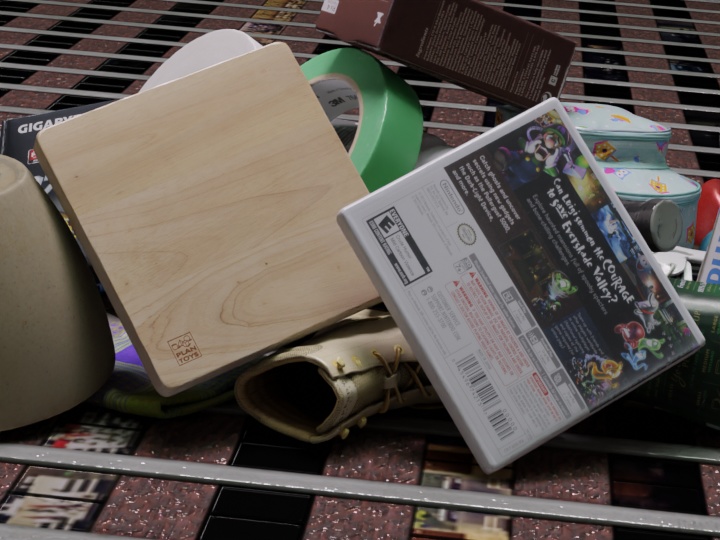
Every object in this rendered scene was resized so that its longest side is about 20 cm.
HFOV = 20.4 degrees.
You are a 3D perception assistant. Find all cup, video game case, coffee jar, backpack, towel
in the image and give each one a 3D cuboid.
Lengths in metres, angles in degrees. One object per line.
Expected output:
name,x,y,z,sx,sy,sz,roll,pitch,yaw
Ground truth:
cup,-0.271,0.003,1.356,0.199,0.144,0.201,-2,24,1
video game case,0.108,0.007,1.342,0.181,0.201,0.023,-28,-9,-19
coffee jar,0.205,0.048,1.417,0.199,0.105,0.085,14,12,12
backpack,0.202,-0.067,1.763,0.175,0.154,0.200,0,24,-31
towel,-0.177,0.063,1.441,0.199,0.023,0.143,15,19,33

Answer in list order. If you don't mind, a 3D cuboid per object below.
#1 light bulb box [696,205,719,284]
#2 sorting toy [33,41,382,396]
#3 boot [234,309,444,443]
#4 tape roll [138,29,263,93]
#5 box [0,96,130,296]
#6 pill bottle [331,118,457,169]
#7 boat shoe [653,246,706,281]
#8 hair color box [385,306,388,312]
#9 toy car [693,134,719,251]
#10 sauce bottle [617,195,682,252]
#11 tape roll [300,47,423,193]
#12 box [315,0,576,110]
light bulb box,0.386,0.001,1.502,0.199,0.126,0.198,15,-6,30
sorting toy,-0.099,-0.030,1.384,0.199,0.200,0.070,-23,-13,-25
boot,0.030,0.072,1.363,0.199,0.073,0.155,5,14,28
tape roll,-0.133,-0.102,1.695,0.071,0.203,0.202,33,-2,-35
box,-0.186,-0.060,1.562,0.198,0.046,0.160,-9,56,11
pill bottle,0.019,-0.069,1.745,0.113,0.115,0.199,-10,16,-40
boat shoe,0.248,0.007,1.638,0.199,0.074,0.067,-4,9,-28
hair color box,0.127,0.040,1.530,0.198,0.062,0.102,-2,18,-17
toy car,0.385,-0.090,1.787,0.175,0.202,0.184,7,17,10
sauce bottle,0.165,-0.035,1.578,0.064,0.065,0.199,-11,10,-43
tape roll,-0.036,-0.089,1.672,0.048,0.201,0.200,33,-2,-34
box,0.073,-0.197,1.685,0.199,0.075,0.100,15,7,-37
